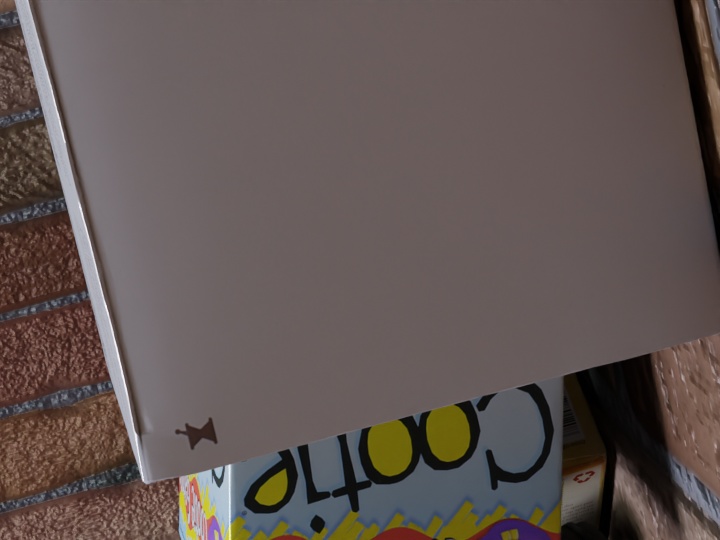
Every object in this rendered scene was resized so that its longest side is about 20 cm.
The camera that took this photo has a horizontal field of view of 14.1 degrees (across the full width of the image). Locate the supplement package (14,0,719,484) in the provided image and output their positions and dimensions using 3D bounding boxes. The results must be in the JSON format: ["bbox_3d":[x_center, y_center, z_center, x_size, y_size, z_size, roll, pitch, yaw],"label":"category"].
[{"bbox_3d":[-0.009,-0.072,0.737,0.111,0.155,0.201,-122,18,-71],"label":"supplement package"}]

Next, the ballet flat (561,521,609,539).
[{"bbox_3d":[0.064,0.152,1.011,0.066,0.057,0.200,48,160,32],"label":"ballet flat"}]

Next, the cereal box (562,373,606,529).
[{"bbox_3d":[0.046,0.056,1.055,0.200,0.039,0.144,88,164,-59],"label":"cereal box"}]

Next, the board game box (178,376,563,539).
[{"bbox_3d":[0.000,0.000,0.873,0.105,0.103,0.201,-128,36,-70],"label":"board game box"}]
